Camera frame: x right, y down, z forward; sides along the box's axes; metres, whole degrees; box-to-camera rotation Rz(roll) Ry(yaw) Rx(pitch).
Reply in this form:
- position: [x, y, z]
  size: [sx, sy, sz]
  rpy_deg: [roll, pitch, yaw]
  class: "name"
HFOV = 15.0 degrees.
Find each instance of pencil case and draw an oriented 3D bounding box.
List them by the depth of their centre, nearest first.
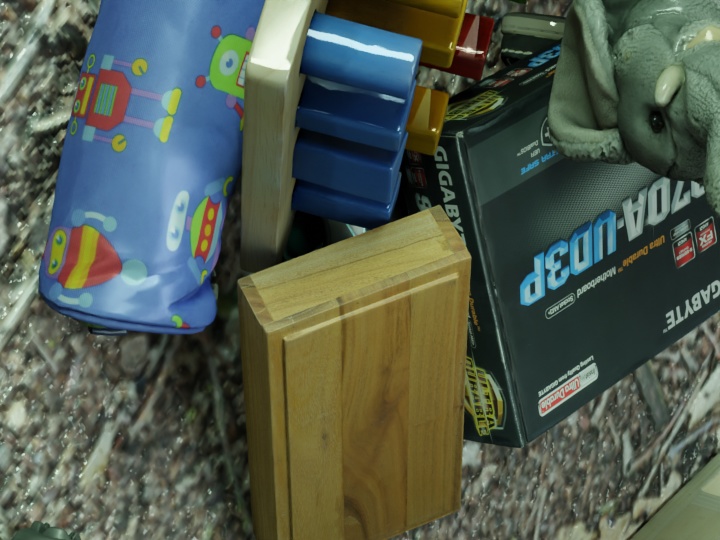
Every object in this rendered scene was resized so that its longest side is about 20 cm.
- position: [-0.079, -0.066, 1.171]
  size: [0.087, 0.078, 0.201]
  rpy_deg: [13, 90, -42]
  class: "pencil case"

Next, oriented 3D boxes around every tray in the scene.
- position: [-0.002, 0.061, 1.254]
  size: [0.098, 0.037, 0.200]
  rpy_deg: [-20, 145, -15]
  class: "tray"

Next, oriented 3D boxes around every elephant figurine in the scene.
- position: [0.141, -0.098, 1.219]
  size: [0.155, 0.141, 0.201]
  rpy_deg: [20, 68, -58]
  class: "elephant figurine"

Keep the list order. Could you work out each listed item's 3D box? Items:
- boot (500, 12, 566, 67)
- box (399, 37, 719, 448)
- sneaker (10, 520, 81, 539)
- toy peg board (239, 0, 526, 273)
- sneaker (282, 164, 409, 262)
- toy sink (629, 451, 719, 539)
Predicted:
- position: [0.118, -0.041, 1.439]
  size: [0.200, 0.073, 0.151]
  rpy_deg: [33, 73, -58]
  class: "boot"
- position: [0.108, -0.027, 1.330]
  size: [0.200, 0.046, 0.160]
  rpy_deg: [-29, 115, -41]
  class: "box"
- position: [-0.110, 0.193, 1.221]
  size: [0.091, 0.066, 0.200]
  rpy_deg: [-59, 141, -26]
  class: "sneaker"
- position: [0.020, -0.114, 1.166]
  size: [0.200, 0.097, 0.200]
  rpy_deg: [96, 8, -67]
  class: "toy peg board"
- position: [0.000, 0.000, 1.314]
  size: [0.079, 0.075, 0.201]
  rpy_deg: [-35, 120, -26]
  class: "sneaker"
- position: [0.221, 0.216, 1.614]
  size: [0.200, 0.112, 0.131]
  rpy_deg: [-37, 128, -40]
  class: "toy sink"
